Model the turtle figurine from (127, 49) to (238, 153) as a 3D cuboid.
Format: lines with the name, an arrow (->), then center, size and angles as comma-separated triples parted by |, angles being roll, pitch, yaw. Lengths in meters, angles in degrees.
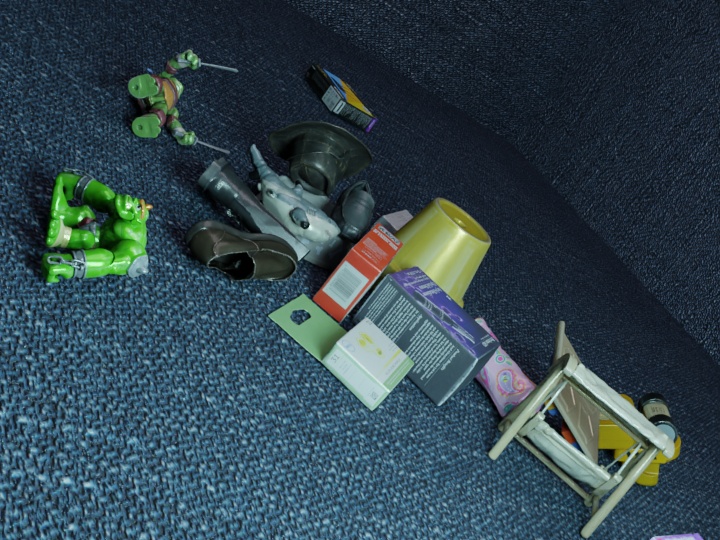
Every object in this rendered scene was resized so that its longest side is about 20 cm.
turtle figurine -> -0.302, -0.290, 1.583 | 0.199, 0.145, 0.194 | 34, 23, -1

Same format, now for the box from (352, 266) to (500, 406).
box -> 0.108, 0.101, 1.508 | 0.200, 0.105, 0.148 | 43, 19, 12

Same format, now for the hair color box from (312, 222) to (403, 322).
hair color box -> 0.000, 0.000, 1.528 | 0.064, 0.111, 0.200 | 39, 20, 0

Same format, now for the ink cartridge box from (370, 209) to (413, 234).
ink cartridge box -> 0.125, -0.037, 1.952 | 0.200, 0.047, 0.160 | 48, 20, 9

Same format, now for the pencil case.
pencil case -> 0.229, 0.173, 1.609 | 0.087, 0.088, 0.201 | 16, 28, -47

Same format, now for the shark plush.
shark plush -> -0.123, -0.117, 1.539 | 0.083, 0.091, 0.200 | -33, 68, -33

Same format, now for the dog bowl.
dog bowl -> -0.092, -0.090, 1.642 | 0.199, 0.059, 0.201 | 35, 19, -14

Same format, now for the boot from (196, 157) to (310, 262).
boot -> -0.167, -0.088, 1.484 | 0.199, 0.066, 0.165 | 41, 5, -8

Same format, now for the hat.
hat -> -0.072, -0.182, 1.647 | 0.199, 0.199, 0.082 | 23, 64, -38

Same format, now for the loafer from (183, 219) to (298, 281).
loafer -> -0.165, -0.011, 1.335 | 0.199, 0.073, 0.072 | 14, 42, -45

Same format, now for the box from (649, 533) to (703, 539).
box -> 0.311, 0.386, 1.094 | 0.136, 0.201, 0.039 | 15, 31, -49

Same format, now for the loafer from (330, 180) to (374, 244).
loafer -> -0.011, -0.107, 1.633 | 0.068, 0.071, 0.201 | 33, 20, -12

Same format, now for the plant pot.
plant pot -> 0.129, -0.019, 1.688 | 0.199, 0.190, 0.201 | 32, 20, -14

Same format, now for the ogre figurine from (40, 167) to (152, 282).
ogre figurine -> -0.312, -0.050, 1.113 | 0.118, 0.099, 0.200 | 10, 14, -20

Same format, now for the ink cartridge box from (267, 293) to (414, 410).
ink cartridge box -> -0.024, 0.101, 1.359 | 0.200, 0.048, 0.145 | 44, 20, 6

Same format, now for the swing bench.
swing bench -> 0.337, 0.256, 1.432 | 0.198, 0.201, 0.130 | 40, 19, 4

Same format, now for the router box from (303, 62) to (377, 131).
router box -> -0.056, -0.478, 2.580 | 0.148, 0.051, 0.201 | 22, 25, -43

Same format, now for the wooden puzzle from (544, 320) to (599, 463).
wooden puzzle -> 0.359, 0.217, 1.603 | 0.202, 0.046, 0.186 | 61, 28, -23

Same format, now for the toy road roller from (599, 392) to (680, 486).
toy road roller -> 0.495, 0.319, 1.749 | 0.197, 0.148, 0.123 | 1, 19, 8
